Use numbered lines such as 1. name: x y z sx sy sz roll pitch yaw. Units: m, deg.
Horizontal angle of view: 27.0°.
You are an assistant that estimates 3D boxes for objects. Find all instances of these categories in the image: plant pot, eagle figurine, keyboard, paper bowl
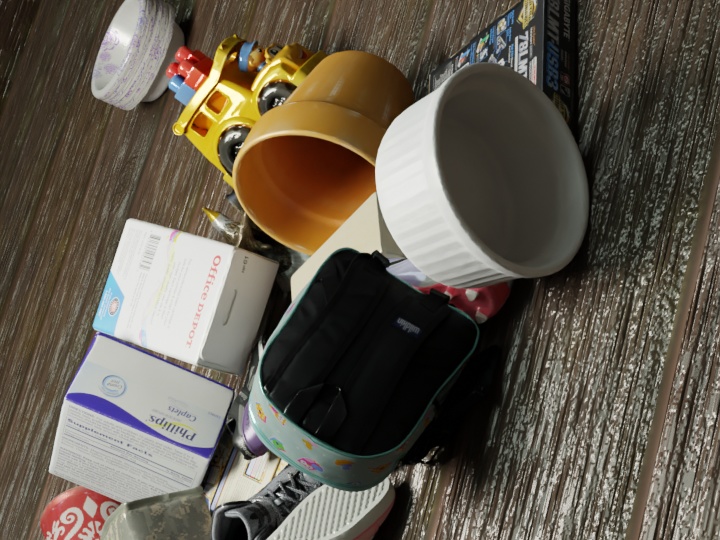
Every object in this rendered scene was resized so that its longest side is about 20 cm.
1. plant pot: -0.022 -0.145 1.702 0.200 0.200 0.183 -36 26 46
2. eagle figurine: -0.141 -0.037 1.924 0.152 0.151 0.200 -21 2 4
3. keyboard: 0.071 0.154 1.475 0.200 0.040 0.104 -40 15 44
4. paper bowl: -0.379 -0.373 2.598 0.201 0.104 0.201 -40 38 42

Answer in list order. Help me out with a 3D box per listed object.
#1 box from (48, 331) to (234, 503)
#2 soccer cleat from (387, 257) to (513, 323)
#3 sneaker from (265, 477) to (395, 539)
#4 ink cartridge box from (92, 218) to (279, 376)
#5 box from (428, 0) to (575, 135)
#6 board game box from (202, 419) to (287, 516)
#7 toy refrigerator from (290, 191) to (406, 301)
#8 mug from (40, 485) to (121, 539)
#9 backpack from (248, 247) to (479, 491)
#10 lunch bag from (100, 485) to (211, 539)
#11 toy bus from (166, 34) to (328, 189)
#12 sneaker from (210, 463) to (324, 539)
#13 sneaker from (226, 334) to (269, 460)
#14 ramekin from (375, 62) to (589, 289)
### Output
1. box: -0.264 0.195 1.804 0.200 0.184 0.105 116 176 -53
2. soccer cleat: 0.060 0.010 1.485 0.200 0.067 0.076 4 38 35
3. sneaker: -0.033 0.291 1.509 0.200 0.105 0.075 -40 36 -3
4. ink cartridge box: -0.209 0.031 1.788 0.200 0.085 0.145 15 86 42
5. box: 0.142 -0.169 1.553 0.198 0.050 0.200 -35 41 45
6. board game box: -0.124 0.262 1.720 0.200 0.046 0.152 16 84 63
7. toy refrigerator: 0.000 0.000 1.642 0.200 0.070 0.076 -44 43 47
8. mug: -0.327 0.405 1.940 0.133 0.178 0.200 -25 41 2
9. backpack: -0.010 0.104 1.409 0.200 0.176 0.153 -55 -4 -39
10. lunch bag: -0.230 0.357 1.714 0.200 0.118 0.164 -44 59 56
11. toy bus: -0.158 -0.240 1.967 0.200 0.192 0.136 -50 1 28
12. sneaker: -0.080 0.241 1.550 0.075 0.114 0.200 46 104 19
13. sneaker: -0.120 0.144 1.716 0.088 0.076 0.200 -36 20 9
14. ramekin: 0.108 -0.079 1.369 0.098 0.200 0.201 -23 50 45
